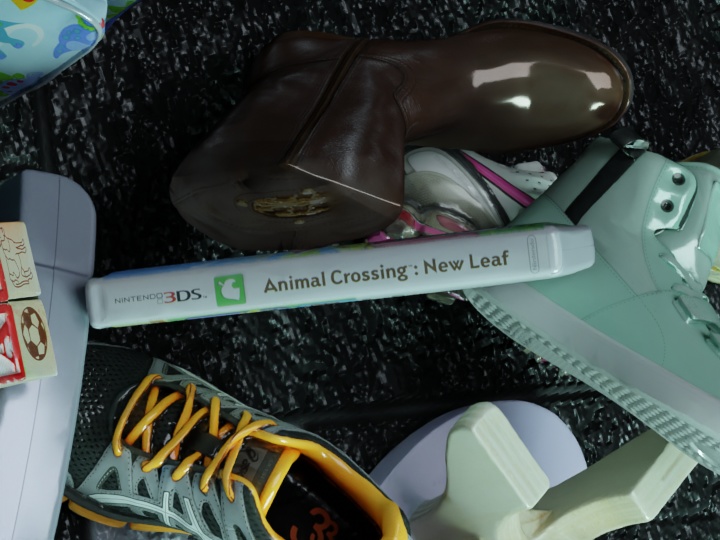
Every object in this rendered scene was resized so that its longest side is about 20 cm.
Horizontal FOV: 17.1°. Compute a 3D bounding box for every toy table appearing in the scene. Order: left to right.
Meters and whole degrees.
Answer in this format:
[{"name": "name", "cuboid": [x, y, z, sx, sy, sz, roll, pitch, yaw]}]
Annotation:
[{"name": "toy table", "cuboid": [0.072, 0.138, 1.122, 0.184, 0.117, 0.200, 44, 59, -24]}]

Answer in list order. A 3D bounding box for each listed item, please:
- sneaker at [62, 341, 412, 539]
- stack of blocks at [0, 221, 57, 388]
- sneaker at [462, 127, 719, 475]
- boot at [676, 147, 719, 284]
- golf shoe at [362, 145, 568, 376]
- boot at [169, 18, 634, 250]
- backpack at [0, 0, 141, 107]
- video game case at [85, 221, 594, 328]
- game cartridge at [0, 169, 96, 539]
[{"name": "sneaker", "cuboid": [-0.061, 0.083, 1.025, 0.199, 0.077, 0.079, 27, 66, -3]}, {"name": "stack of blocks", "cuboid": [-0.225, 0.034, 0.854, 0.115, 0.199, 0.059, -8, 85, -73]}, {"name": "sneaker", "cuboid": [0.155, 0.014, 1.080, 0.118, 0.200, 0.074, -51, 156, -10]}, {"name": "boot", "cuboid": [0.233, -0.036, 1.253, 0.199, 0.154, 0.072, -3, 84, -38]}, {"name": "golf shoe", "cuboid": [0.094, -0.009, 1.193, 0.200, 0.072, 0.092, 31, 63, -30]}, {"name": "boot", "cuboid": [0.024, -0.056, 1.039, 0.200, 0.185, 0.065, -69, 157, -70]}, {"name": "backpack", "cuboid": [-0.170, -0.165, 0.943, 0.200, 0.183, 0.147, 35, 61, -22]}, {"name": "video game case", "cuboid": [0.000, 0.000, 0.984, 0.200, 0.181, 0.022, -9, 93, -81]}, {"name": "game cartridge", "cuboid": [-0.150, 0.067, 0.948, 0.041, 0.133, 0.201, 16, 73, -28]}]
